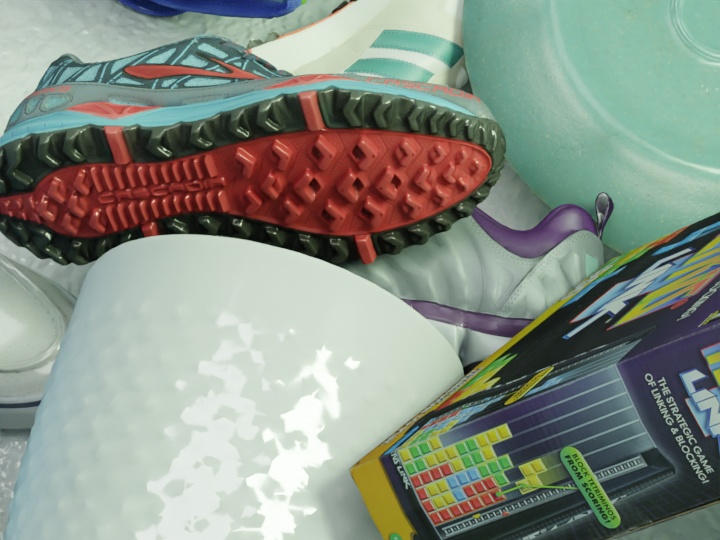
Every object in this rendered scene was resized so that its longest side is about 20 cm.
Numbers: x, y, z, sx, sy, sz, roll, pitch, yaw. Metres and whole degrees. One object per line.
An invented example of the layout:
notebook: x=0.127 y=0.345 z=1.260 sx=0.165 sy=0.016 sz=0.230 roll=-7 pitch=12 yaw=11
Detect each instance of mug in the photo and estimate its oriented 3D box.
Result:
mug: x=-0.029 y=0.106 z=0.914 sx=0.200 sy=0.148 sz=0.175 roll=15 pitch=63 yaw=4

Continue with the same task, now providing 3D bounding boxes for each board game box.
board game box: x=0.115 y=0.026 z=0.873 sx=0.200 sy=0.165 sz=0.057 roll=-35 pitch=97 yaw=-51

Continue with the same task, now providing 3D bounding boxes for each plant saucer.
plant saucer: x=0.142 y=-0.098 z=1.053 sx=0.200 sy=0.036 sz=0.200 roll=4 pitch=69 yaw=-9

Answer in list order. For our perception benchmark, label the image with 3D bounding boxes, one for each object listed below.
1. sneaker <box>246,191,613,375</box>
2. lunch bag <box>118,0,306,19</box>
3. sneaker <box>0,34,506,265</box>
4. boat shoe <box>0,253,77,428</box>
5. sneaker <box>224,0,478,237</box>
sneaker: x=0.000 y=0.000 z=1.013 sx=0.200 sy=0.074 sz=0.088 roll=7 pitch=72 yaw=0
lunch bag: x=-0.059 y=-0.203 z=1.131 sx=0.200 sy=0.127 sz=0.170 roll=13 pitch=54 yaw=48
sneaker: x=-0.043 y=-0.061 z=0.982 sx=0.200 sy=0.079 sz=0.096 roll=0 pitch=42 yaw=10
boat shoe: x=-0.191 y=-0.002 z=1.041 sx=0.200 sy=0.070 sz=0.071 roll=26 pitch=63 yaw=21
sneaker: x=0.009 y=-0.067 z=1.076 sx=0.200 sy=0.070 sz=0.093 roll=-28 pitch=80 yaw=-17
